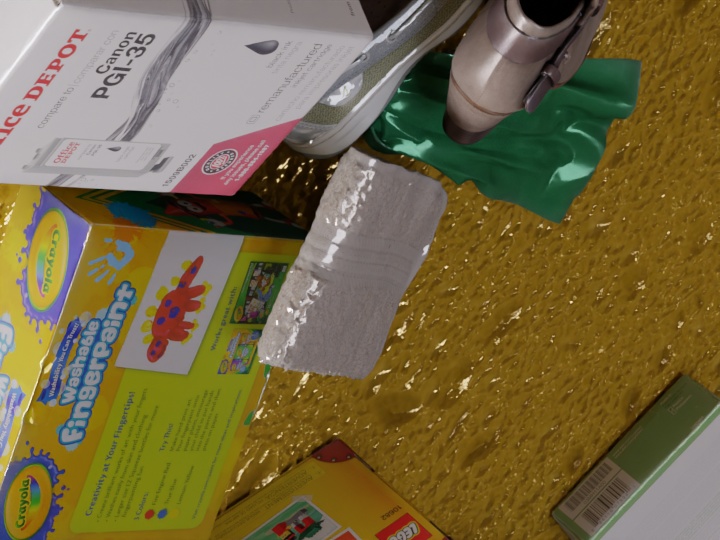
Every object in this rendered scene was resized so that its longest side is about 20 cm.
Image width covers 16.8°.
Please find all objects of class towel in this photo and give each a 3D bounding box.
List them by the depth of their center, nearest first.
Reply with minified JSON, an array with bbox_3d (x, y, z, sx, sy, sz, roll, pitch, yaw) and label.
[{"bbox_3d":[0.000,0.000,1.416,0.133,0.034,0.200,-66,166,3],"label":"towel"}]

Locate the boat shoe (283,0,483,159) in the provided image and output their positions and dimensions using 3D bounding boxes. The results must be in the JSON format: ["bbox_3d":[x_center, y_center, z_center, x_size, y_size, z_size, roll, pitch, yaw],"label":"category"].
[{"bbox_3d":[0.011,-0.155,1.360,0.202,0.074,0.065,-50,143,9],"label":"boat shoe"}]

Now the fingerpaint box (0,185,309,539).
[{"bbox_3d":[-0.136,0.052,1.372,0.167,0.073,0.200,3,115,-43],"label":"fingerpaint box"}]

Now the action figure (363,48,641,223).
[{"bbox_3d":[0.065,-0.095,1.462,0.200,0.055,0.118,8,114,-37],"label":"action figure"}]

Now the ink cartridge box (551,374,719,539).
[{"bbox_3d":[0.241,0.187,1.820,0.146,0.048,0.200,-46,139,-6],"label":"ink cartridge box"}]

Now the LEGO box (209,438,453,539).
[{"bbox_3d":[-0.042,0.216,1.514,0.200,0.149,0.077,-32,135,-20],"label":"LEGO box"}]

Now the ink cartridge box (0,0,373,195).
[{"bbox_3d":[-0.119,-0.112,1.228,0.200,0.083,0.147,1,146,-42],"label":"ink cartridge box"}]

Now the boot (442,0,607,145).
[{"bbox_3d":[0.113,-0.156,1.373,0.200,0.070,0.146,-58,-179,-32],"label":"boot"}]
